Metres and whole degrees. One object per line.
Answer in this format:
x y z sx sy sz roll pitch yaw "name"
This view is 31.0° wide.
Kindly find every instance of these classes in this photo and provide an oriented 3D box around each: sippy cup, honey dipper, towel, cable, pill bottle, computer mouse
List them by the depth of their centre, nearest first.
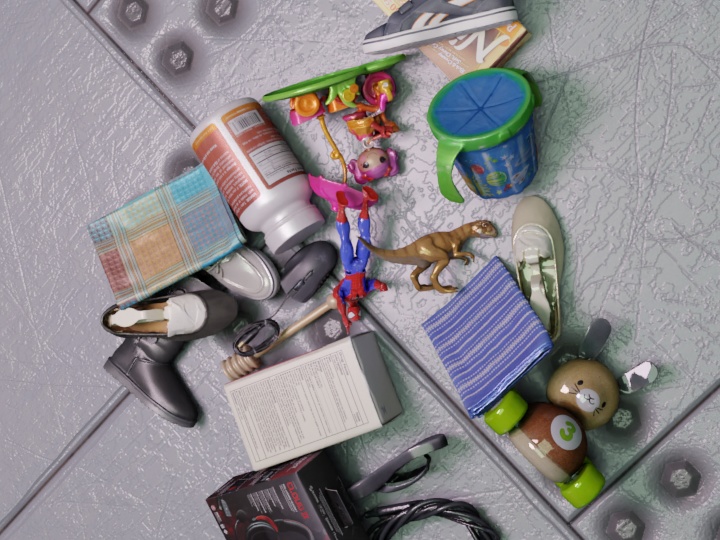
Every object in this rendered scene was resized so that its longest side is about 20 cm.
0.166 -0.166 1.653 0.178 0.130 0.140 -25 42 0 "sippy cup"
0.159 0.083 1.670 0.145 0.024 0.200 -45 36 14 "towel"
0.095 0.390 1.761 0.200 0.051 0.164 -13 89 17 "cable"
-0.137 -0.127 1.772 0.112 0.112 0.200 -35 82 16 "pill bottle"
-0.103 0.040 1.784 0.059 0.034 0.200 39 88 -9 "computer mouse"
-0.269 -0.050 1.792 0.200 0.022 0.147 -28 66 2 "towel"
-0.108 0.090 1.816 0.200 0.038 0.038 -35 83 15 "honey dipper"

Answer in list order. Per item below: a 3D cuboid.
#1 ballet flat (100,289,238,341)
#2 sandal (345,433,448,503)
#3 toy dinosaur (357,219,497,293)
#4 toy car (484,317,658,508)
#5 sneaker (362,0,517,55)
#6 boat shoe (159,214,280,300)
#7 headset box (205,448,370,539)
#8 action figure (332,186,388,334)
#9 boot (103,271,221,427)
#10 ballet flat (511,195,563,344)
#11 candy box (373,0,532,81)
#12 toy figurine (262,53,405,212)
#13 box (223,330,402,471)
-0.269 0.066 1.787 0.200 0.068 0.068 -8 85 17 "ballet flat"
0.046 0.280 1.762 0.200 0.076 0.043 -37 81 27 "sandal"
0.084 -0.021 1.718 0.200 0.060 0.106 -14 107 -20 "toy dinosaur"
0.279 0.167 1.648 0.164 0.158 0.200 43 93 -2 "toy car"
0.094 -0.330 1.648 0.200 0.078 0.080 -14 94 6 "sneaker"
-0.204 -0.021 1.817 0.200 0.070 0.071 38 112 13 "boat shoe"
-0.092 0.338 1.762 0.200 0.075 0.149 -22 98 36 "headset box"
0.000 0.000 1.720 0.065 0.099 0.200 -10 129 -15 "action figure"
-0.255 0.101 1.854 0.165 0.066 0.200 35 98 10 "boot"
0.231 0.002 1.687 0.069 0.069 0.200 -8 91 18 "ballet flat"
0.115 -0.340 1.709 0.115 0.055 0.200 -46 80 15 "candy box"
-0.010 -0.175 1.742 0.200 0.150 0.184 -18 102 -6 "toy figurine"
-0.063 0.176 1.768 0.200 0.109 0.128 -21 87 17 "box"
